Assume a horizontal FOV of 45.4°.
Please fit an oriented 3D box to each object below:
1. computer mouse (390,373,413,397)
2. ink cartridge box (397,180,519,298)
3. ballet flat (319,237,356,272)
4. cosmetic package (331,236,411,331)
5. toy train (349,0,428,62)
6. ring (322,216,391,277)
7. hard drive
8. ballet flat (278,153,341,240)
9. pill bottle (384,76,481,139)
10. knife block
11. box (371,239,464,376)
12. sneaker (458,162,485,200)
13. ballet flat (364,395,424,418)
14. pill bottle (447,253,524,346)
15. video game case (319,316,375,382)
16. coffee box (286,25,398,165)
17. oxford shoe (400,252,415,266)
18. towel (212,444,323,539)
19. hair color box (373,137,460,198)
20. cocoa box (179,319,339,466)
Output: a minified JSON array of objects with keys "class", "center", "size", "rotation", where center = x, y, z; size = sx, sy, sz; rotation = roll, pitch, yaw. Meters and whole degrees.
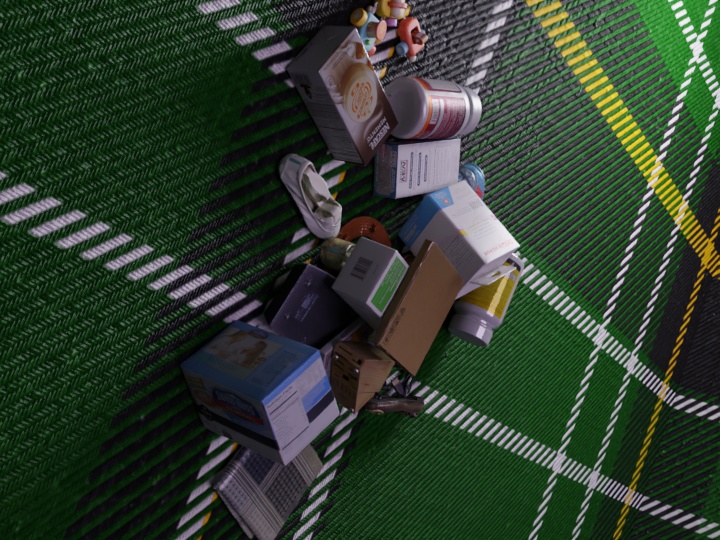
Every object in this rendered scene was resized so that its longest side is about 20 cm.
[{"class":"computer mouse","center":[0.077,0.159,1.726],"size":[0.201,0.046,0.141],"rotation":[72,36,-46]},{"class":"ink cartridge box","center":[0.196,-0.049,1.665],"size":[0.128,0.201,0.125],"rotation":[-23,159,-44]},{"class":"ballet flat","center":[0.005,-0.007,1.549],"size":[0.199,0.070,0.071],"rotation":[24,82,-51]},{"class":"cosmetic package","center":[0.045,0.040,1.501],"size":[0.108,0.084,0.200],"rotation":[-60,144,-11]},{"class":"toy train","center":[0.056,-0.415,1.523],"size":[0.200,0.055,0.152],"rotation":[-41,129,-36]},{"class":"ring","center":[0.000,0.000,1.611],"size":[0.199,0.019,0.203],"rotation":[-20,117,-46]},{"class":"hard drive","center":[-0.080,0.071,1.498],"size":[0.136,0.042,0.200],"rotation":[-58,142,-4]},{"class":"ballet flat","center":[-0.071,-0.116,1.453],"size":[0.070,0.069,0.201],"rotation":[-56,137,-22]},{"class":"pill bottle","center":[0.135,-0.301,1.610],"size":[0.199,0.109,0.111],"rotation":[-9,108,-49]},{"class":"knife block","center":[0.021,0.168,1.585],"size":[0.175,0.064,0.201],"rotation":[-42,152,-36]},{"class":"box","center":[0.104,0.069,1.503],"size":[0.201,0.021,0.163],"rotation":[-61,145,-12]},{"class":"sneaker","center":[0.208,-0.118,1.795],"size":[0.095,0.079,0.203],"rotation":[-17,106,-36]},{"class":"ballet flat","center":[0.069,0.279,1.746],"size":[0.199,0.067,0.047],"rotation":[11,89,-57]},{"class":"pill bottle","center":[0.271,0.056,1.880],"size":[0.114,0.113,0.202],"rotation":[39,71,-48]},{"class":"video game case","center":[-0.018,0.149,1.588],"size":[0.200,0.017,0.144],"rotation":[-37,148,-42]},{"class":"coffee box","center":[-0.026,-0.291,1.441],"size":[0.115,0.079,0.201],"rotation":[-54,136,-24]},{"class":"oxford shoe","center":[0.148,0.024,1.757],"size":[0.199,0.071,0.072],"rotation":[27,79,-52]},{"class":"towel","center":[-0.161,0.361,1.524],"size":[0.193,0.034,0.201],"rotation":[-52,134,-30]},{"class":"hair color box","center":[0.110,-0.200,1.648],"size":[0.199,0.060,0.101],"rotation":[-15,112,-48]},{"class":"cocoa box","center":[-0.157,0.184,1.334],"size":[0.133,0.199,0.132],"rotation":[-40,128,-35]}]
